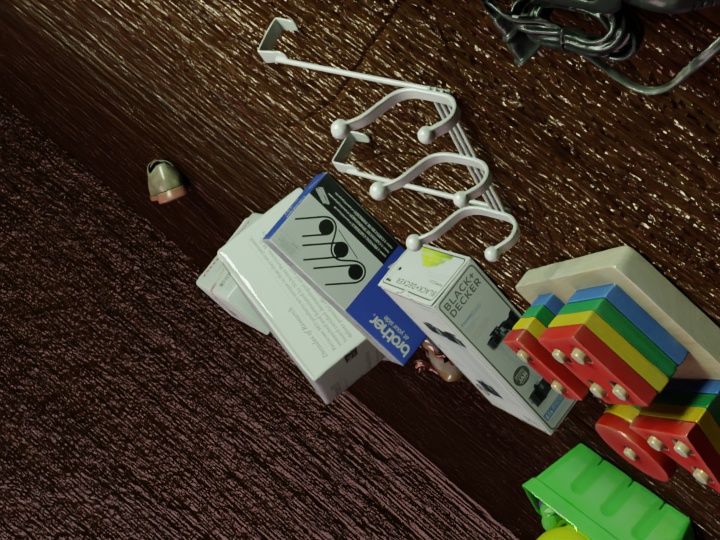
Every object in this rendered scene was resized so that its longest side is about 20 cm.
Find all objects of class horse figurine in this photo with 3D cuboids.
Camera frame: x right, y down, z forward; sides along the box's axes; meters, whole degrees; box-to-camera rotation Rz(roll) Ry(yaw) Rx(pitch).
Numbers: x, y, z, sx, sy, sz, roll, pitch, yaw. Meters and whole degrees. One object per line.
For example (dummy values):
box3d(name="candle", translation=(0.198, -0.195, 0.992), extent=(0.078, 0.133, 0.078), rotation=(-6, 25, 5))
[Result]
box3d(name="horse figurine", translation=(0.092, 0.092, 1.249), extent=(0.132, 0.050, 0.200), rotation=(43, 169, 28))

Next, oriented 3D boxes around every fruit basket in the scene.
box3d(name="fruit basket", translation=(0.267, 0.334, 1.182), extent=(0.215, 0.216, 0.156), rotation=(33, 168, 35))

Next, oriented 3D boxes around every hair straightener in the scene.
box3d(name="hair straightener", translation=(0.079, -0.125, 0.444), extent=(0.199, 0.041, 0.077), rotation=(28, 164, 38))

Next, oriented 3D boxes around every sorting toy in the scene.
box3d(name="sorting toy", translation=(0.204, 0.084, 0.734), extent=(0.198, 0.070, 0.200), rotation=(42, 170, -4))

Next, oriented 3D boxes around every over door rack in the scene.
box3d(name="over door rack", translation=(0.013, -0.088, 0.738), extent=(0.199, 0.067, 0.148), rotation=(33, 166, 40))

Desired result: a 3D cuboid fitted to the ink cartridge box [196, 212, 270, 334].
box3d(name="ink cartridge box", translation=(-0.148, -0.001, 1.473), extent=(0.085, 0.145, 0.200), rotation=(42, 170, -21))

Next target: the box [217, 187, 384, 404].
box3d(name="box", translation=(-0.058, 0.038, 1.252), extent=(0.201, 0.130, 0.199), rotation=(51, 173, 13))

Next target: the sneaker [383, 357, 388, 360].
box3d(name="sneaker", translation=(0.016, 0.074, 1.429), extent=(0.092, 0.076, 0.200), rotation=(39, -179, -39))

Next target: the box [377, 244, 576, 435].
box3d(name="box", translation=(0.120, 0.065, 0.998), extent=(0.200, 0.060, 0.116), rotation=(45, 169, -24))

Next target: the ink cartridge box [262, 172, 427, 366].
box3d(name="ink cartridge box", translation=(0.000, 0.000, 1.075), extent=(0.200, 0.094, 0.044), rotation=(43, 170, -14))

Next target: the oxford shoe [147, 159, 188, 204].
box3d(name="oxford shoe", translation=(-0.351, -0.167, 1.820), extent=(0.200, 0.070, 0.076), rotation=(17, 128, 70))
